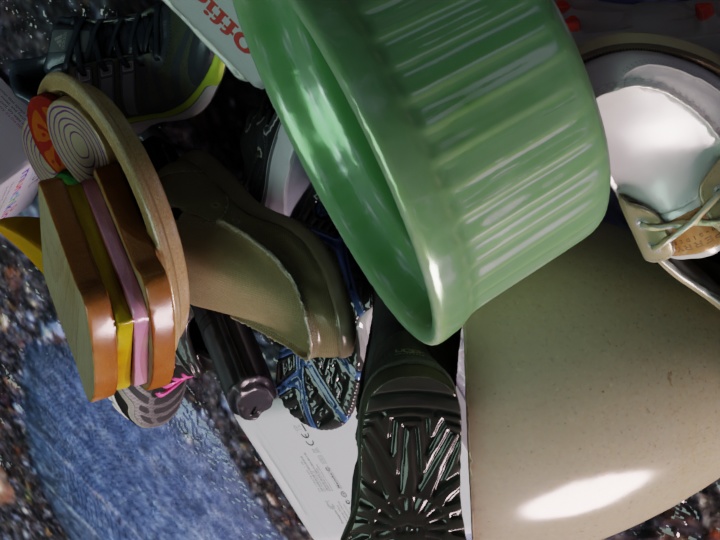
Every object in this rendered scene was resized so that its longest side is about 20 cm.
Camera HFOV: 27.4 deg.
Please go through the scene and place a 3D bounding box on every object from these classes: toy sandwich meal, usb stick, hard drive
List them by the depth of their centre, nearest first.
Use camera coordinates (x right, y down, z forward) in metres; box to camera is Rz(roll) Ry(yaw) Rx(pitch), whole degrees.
[{"bbox_3d":[-0.166,-0.017,0.875,0.205,0.070,0.206,45,147,40],"label":"toy sandwich meal"},{"bbox_3d":[-0.102,0.003,0.955,0.056,0.032,0.201,69,177,-65],"label":"usb stick"},{"bbox_3d":[0.010,0.133,1.051,0.199,0.027,0.132,-14,113,45],"label":"hard drive"}]

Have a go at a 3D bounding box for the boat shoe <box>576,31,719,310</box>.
[{"bbox_3d":[0.157,-0.040,0.687,0.074,0.069,0.200,-20,146,32],"label":"boat shoe"}]

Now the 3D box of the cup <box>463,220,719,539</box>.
[{"bbox_3d":[0.128,0.056,0.794,0.142,0.201,0.201,-3,126,5],"label":"cup"}]

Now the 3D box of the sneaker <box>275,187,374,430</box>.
[{"bbox_3d":[0.000,0.000,0.920,0.075,0.077,0.201,28,119,16],"label":"sneaker"}]

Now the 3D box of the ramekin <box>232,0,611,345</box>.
[{"bbox_3d":[0.027,-0.077,0.662,0.201,0.097,0.200,60,172,15],"label":"ramekin"}]

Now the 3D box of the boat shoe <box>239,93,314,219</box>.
[{"bbox_3d":[-0.045,-0.073,0.904,0.066,0.070,0.200,44,147,19],"label":"boat shoe"}]

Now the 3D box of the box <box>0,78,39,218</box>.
[{"bbox_3d":[-0.346,-0.096,1.037,0.200,0.177,0.097,43,138,1],"label":"box"}]

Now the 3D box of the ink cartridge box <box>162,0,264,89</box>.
[{"bbox_3d":[-0.039,-0.213,0.766,0.147,0.083,0.200,46,138,-3],"label":"ink cartridge box"}]

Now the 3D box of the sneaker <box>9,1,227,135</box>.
[{"bbox_3d":[-0.147,-0.128,0.907,0.081,0.074,0.200,19,151,-36],"label":"sneaker"}]

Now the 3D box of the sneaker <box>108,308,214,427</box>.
[{"bbox_3d":[-0.127,0.055,1.061,0.087,0.074,0.201,36,134,18],"label":"sneaker"}]

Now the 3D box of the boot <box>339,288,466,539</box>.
[{"bbox_3d":[0.022,0.081,0.794,0.072,0.200,0.183,8,111,-7],"label":"boot"}]

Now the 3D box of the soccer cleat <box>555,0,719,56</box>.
[{"bbox_3d":[0.130,-0.102,0.737,0.199,0.069,0.078,5,129,32],"label":"soccer cleat"}]

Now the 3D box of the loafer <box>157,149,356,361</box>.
[{"bbox_3d":[-0.073,-0.001,0.869,0.200,0.067,0.076,37,145,45],"label":"loafer"}]
